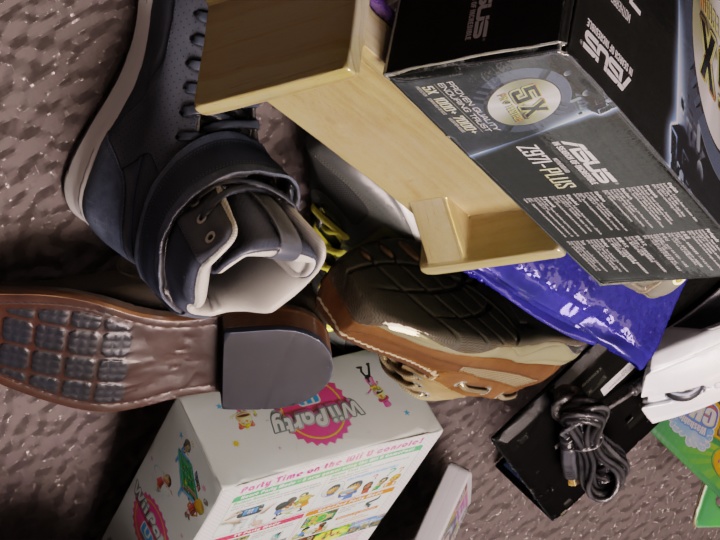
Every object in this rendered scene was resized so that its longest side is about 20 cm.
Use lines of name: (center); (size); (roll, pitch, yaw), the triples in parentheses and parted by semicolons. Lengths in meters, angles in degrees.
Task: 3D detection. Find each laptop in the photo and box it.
laptop: (0.150, 0.060, 1.095); (0.177, 0.103, 0.200); (-43, 143, -3)

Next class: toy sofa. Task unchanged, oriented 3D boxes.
toy sofa: (0.019, -0.081, 0.771); (0.200, 0.082, 0.099); (35, 55, -48)

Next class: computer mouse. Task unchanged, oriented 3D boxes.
computer mouse: (0.200, 0.060, 1.020); (0.199, 0.044, 0.110); (-35, 141, -14)

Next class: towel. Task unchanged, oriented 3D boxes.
towel: (0.137, -0.065, 0.918); (0.147, 0.049, 0.202); (31, 85, -29)

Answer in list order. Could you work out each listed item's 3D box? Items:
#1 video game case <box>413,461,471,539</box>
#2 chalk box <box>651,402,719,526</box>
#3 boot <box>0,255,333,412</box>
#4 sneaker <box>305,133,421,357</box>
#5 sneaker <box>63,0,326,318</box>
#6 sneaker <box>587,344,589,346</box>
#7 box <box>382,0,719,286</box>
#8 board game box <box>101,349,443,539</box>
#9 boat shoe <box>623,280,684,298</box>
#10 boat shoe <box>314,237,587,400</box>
video game case: (0.024, 0.227, 1.100); (0.143, 0.018, 0.202); (78, 37, -75)
chalk box: (0.294, 0.095, 1.230); (0.124, 0.124, 0.201); (5, 121, -43)
boot: (-0.115, 0.016, 0.886); (0.197, 0.097, 0.075); (7, 127, -10)
sneaker: (0.000, 0.000, 0.953); (0.084, 0.074, 0.201); (-34, 138, -11)
sneaker: (-0.055, -0.075, 0.793); (0.076, 0.146, 0.204); (6, 117, -40)
sneaker: (0.175, -0.031, 1.071); (0.079, 0.078, 0.201); (-2, 129, -46)
box: (0.109, -0.111, 0.756); (0.200, 0.085, 0.166); (39, 56, -46)
board game box: (-0.060, 0.137, 0.981); (0.146, 0.065, 0.201); (-11, 148, -35)
boat shoe: (0.180, -0.082, 0.871); (0.060, 0.072, 0.203); (34, 86, -35)
boat shoe: (0.047, 0.039, 0.924); (0.199, 0.076, 0.074); (12, 127, -48)
